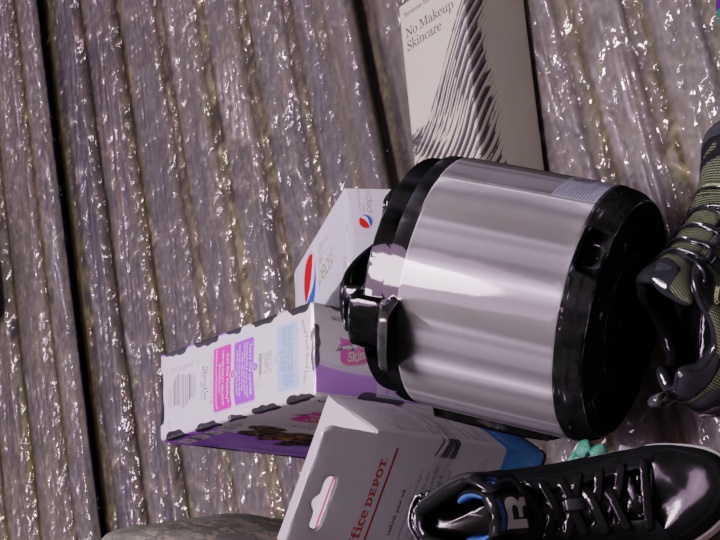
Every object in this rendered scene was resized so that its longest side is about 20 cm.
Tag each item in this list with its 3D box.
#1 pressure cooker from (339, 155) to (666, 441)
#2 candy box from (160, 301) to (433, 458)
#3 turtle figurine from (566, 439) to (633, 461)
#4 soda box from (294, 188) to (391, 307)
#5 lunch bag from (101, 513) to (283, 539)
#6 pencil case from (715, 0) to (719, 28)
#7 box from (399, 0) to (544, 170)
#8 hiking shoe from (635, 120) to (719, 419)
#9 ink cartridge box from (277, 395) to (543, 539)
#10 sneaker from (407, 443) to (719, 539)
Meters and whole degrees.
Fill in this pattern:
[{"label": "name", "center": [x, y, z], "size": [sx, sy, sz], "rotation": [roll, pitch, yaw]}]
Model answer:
[{"label": "pressure cooker", "center": [0.090, 0.012, 1.376], "size": [0.199, 0.176, 0.180], "rotation": [12, 75, 24]}, {"label": "candy box", "center": [-0.030, 0.088, 1.560], "size": [0.200, 0.167, 0.072], "rotation": [-21, 65, 49]}, {"label": "turtle figurine", "center": [0.142, 0.194, 1.349], "size": [0.199, 0.101, 0.151], "rotation": [-13, 77, 18]}, {"label": "soda box", "center": [0.000, 0.000, 1.563], "size": [0.200, 0.068, 0.064], "rotation": [124, 145, -68]}, {"label": "lunch bag", "center": [-0.092, 0.258, 1.571], "size": [0.164, 0.199, 0.118], "rotation": [23, 98, 51]}, {"label": "pencil case", "center": [0.287, -0.105, 1.266], "size": [0.093, 0.085, 0.201], "rotation": [122, 141, -49]}, {"label": "box", "center": [0.085, -0.119, 1.545], "size": [0.082, 0.068, 0.201], "rotation": [-30, 59, 46]}, {"label": "hiking shoe", "center": [0.226, -0.006, 1.306], "size": [0.076, 0.100, 0.201], "rotation": [-11, 73, 50]}, {"label": "ink cartridge box", "center": [0.020, 0.158, 1.449], "size": [0.068, 0.199, 0.117], "rotation": [33, 107, 51]}, {"label": "sneaker", "center": [0.125, 0.150, 1.251], "size": [0.199, 0.112, 0.074], "rotation": [-14, 78, 24]}]
